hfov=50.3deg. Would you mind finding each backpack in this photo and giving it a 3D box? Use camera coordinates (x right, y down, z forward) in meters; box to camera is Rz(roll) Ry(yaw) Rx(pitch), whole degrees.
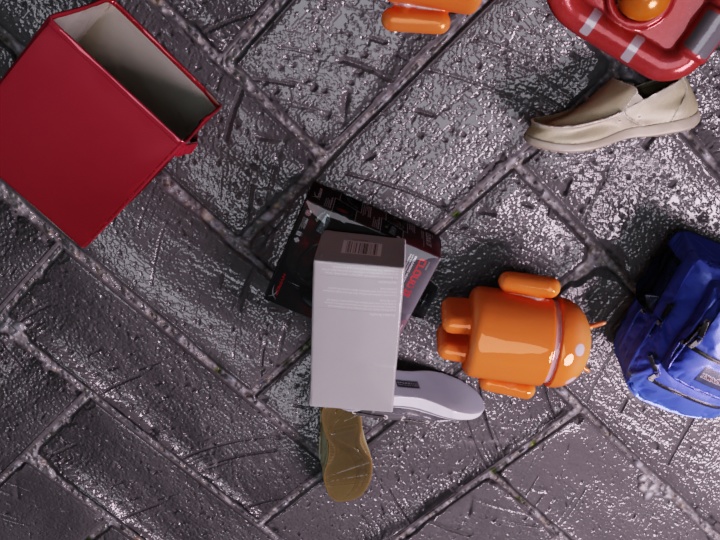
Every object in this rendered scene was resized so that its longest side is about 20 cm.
[{"bbox_3d":[0.405,0.081,0.930,0.162,0.168,0.200,25,118,0],"label":"backpack"}]

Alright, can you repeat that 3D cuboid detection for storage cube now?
[{"bbox_3d":[-0.296,-0.170,0.860,0.200,0.171,0.180,43,112,-15],"label":"storage cube"}]

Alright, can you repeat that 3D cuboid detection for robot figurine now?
[{"bbox_3d":[0.069,-0.334,0.792,0.200,0.117,0.144,9,142,-1],"label":"robot figurine"},{"bbox_3d":[0.199,0.082,0.961,0.200,0.117,0.144,8,77,0],"label":"robot figurine"}]

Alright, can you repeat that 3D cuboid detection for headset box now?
[{"bbox_3d":[0.000,0.000,0.967,0.200,0.075,0.149,24,114,-7],"label":"headset box"}]

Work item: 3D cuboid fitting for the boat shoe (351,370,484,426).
[{"bbox_3d":[0.069,0.180,1.034,0.200,0.070,0.066,9,130,-24],"label":"boat shoe"}]

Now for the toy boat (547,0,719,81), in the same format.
[{"bbox_3d":[0.285,-0.283,0.781,0.200,0.131,0.131,32,112,4],"label":"toy boat"}]

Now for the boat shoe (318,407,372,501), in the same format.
[{"bbox_3d":[-0.027,0.244,1.097,0.073,0.063,0.201,-11,120,-5],"label":"boat shoe"}]

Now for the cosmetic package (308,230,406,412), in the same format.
[{"bbox_3d":[-0.004,0.063,0.910,0.107,0.090,0.200,6,118,1],"label":"cosmetic package"}]

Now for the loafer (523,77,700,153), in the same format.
[{"bbox_3d":[0.282,-0.182,0.871,0.200,0.076,0.068,-11,112,-1],"label":"loafer"}]
